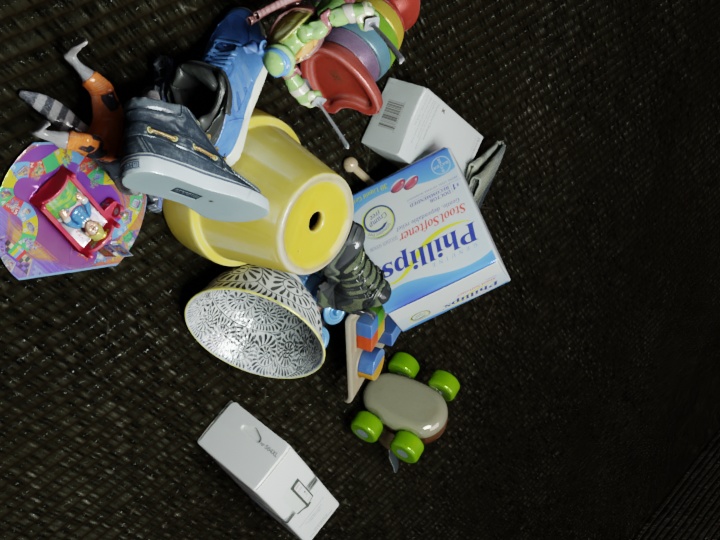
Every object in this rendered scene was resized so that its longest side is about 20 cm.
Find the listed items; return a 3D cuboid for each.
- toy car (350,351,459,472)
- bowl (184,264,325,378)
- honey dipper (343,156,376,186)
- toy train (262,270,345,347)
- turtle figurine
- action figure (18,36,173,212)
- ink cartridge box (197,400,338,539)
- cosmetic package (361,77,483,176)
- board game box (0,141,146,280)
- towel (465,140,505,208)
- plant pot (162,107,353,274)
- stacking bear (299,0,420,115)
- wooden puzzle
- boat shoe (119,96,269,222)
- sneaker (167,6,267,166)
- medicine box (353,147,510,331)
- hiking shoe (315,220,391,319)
[{"bbox_3d":[0.082,0.279,1.703,0.165,0.156,0.201,-54,155,-30],"label":"toy car"},{"bbox_3d":[-0.130,0.052,1.295,0.202,0.198,0.095,67,33,-45],"label":"bowl"},{"bbox_3d":[0.029,-0.122,1.487,0.199,0.038,0.038,35,83,-50],"label":"honey dipper"},{"bbox_3d":[-0.073,0.033,1.413,0.201,0.086,0.114,-56,134,-8],"label":"toy train"},{"bbox_3d":[-0.026,-0.263,1.128,0.145,0.197,0.195,93,15,-48],"label":"turtle figurine"},{"bbox_3d":[-0.271,-0.165,1.058,0.194,0.103,0.202,48,36,-49],"label":"action figure"},{"bbox_3d":[-0.137,0.305,1.434,0.084,0.145,0.201,-48,140,-16],"label":"ink cartridge box"},{"bbox_3d":[0.099,-0.204,1.483,0.199,0.081,0.114,22,92,-53],"label":"cosmetic package"},{"bbox_3d":[-0.315,-0.065,1.087,0.199,0.039,0.160,-11,119,-48],"label":"board game box"},{"bbox_3d":[0.179,-0.109,1.605,0.200,0.034,0.194,-50,163,-60],"label":"towel"},{"bbox_3d":[-0.116,-0.088,1.197,0.200,0.188,0.203,-29,131,-39],"label":"plant pot"},{"bbox_3d":[0.013,-0.322,1.293,0.201,0.120,0.114,-56,134,-25],"label":"stacking bear"},{"bbox_3d":[0.028,0.090,1.530,0.186,0.046,0.202,-56,158,-45],"label":"wooden puzzle"},{"bbox_3d":[-0.172,-0.118,1.030,0.199,0.070,0.092,20,61,-51],"label":"boat shoe"},{"bbox_3d":[-0.164,-0.230,1.099,0.111,0.076,0.203,49,52,-69],"label":"sneaker"},{"bbox_3d":[0.097,-0.044,1.410,0.180,0.202,0.103,-26,154,9],"label":"medicine box"},{"bbox_3d":[0.000,0.000,1.288,0.201,0.099,0.077,107,1,-63],"label":"hiking shoe"}]
